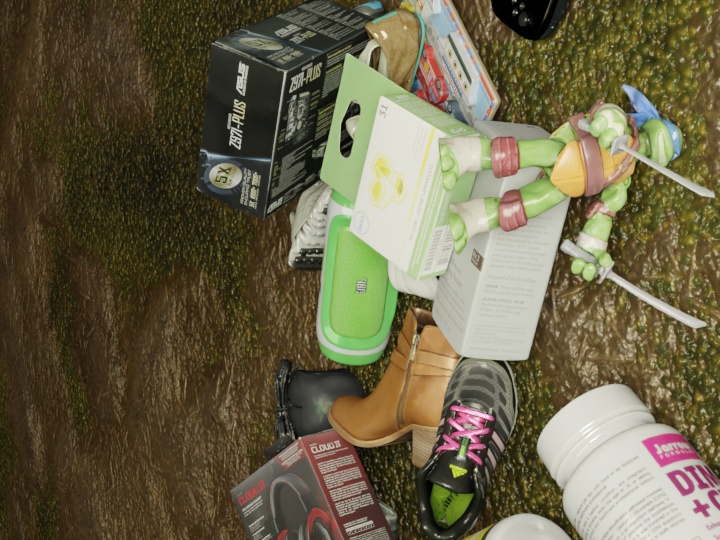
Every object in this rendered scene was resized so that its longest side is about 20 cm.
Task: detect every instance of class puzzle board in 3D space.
[{"bbox_3d":[0.075,-0.198,1.090,0.151,0.017,0.200,110,143,-56],"label":"puzzle board"}]

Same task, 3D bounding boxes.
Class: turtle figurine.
[{"bbox_3d":[0.164,-0.056,0.832,0.144,0.193,0.200,63,-161,-70],"label":"turtle figurine"}]

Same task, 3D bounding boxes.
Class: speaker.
[{"bbox_3d":[0.000,0.000,1.177,0.088,0.088,0.200,38,130,49],"label":"speaker"}]

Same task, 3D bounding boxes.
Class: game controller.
[{"bbox_3d":[0.170,-0.309,0.953,0.104,0.042,0.200,48,129,44],"label":"game controller"}]

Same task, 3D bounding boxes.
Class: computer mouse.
[{"bbox_3d":[-0.064,0.172,1.327,0.200,0.053,0.139,-16,77,56],"label":"computer mouse"}]

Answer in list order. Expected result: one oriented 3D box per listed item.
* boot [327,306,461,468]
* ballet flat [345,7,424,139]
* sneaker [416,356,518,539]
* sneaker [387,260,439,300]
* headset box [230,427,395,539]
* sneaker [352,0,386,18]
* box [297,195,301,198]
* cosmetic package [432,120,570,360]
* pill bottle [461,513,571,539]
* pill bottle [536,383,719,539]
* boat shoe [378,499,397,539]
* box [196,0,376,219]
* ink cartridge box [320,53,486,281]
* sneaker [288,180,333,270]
[{"bbox_3d":[0.040,0.115,1.142,0.200,0.077,0.156,16,106,54],"label":"boot"},{"bbox_3d":[0.022,-0.174,1.119,0.068,0.072,0.200,-124,30,-46],"label":"ballet flat"},{"bbox_3d":[0.099,0.173,1.021,0.074,0.087,0.200,17,103,11],"label":"sneaker"},{"bbox_3d":[0.072,-0.063,1.087,0.088,0.075,0.200,19,127,43],"label":"sneaker"},{"bbox_3d":[-0.052,0.280,1.194,0.149,0.075,0.200,-40,66,38],"label":"headset box"},{"bbox_3d":[-0.004,-0.211,1.215,0.082,0.073,0.200,49,138,22],"label":"sneaker"},{"bbox_3d":[-0.122,-0.172,1.397,0.200,0.050,0.158,6,96,56],"label":"box"},{"bbox_3d":[0.128,-0.028,0.984,0.102,0.074,0.200,-124,40,-65],"label":"cosmetic package"},{"bbox_3d":[0.112,0.309,1.016,0.200,0.111,0.112,-43,57,49],"label":"pill bottle"},{"bbox_3d":[0.228,0.192,0.830,0.200,0.113,0.113,57,136,38],"label":"pill bottle"},{"bbox_3d":[-0.021,0.269,1.267,0.200,0.072,0.071,24,105,42],"label":"boat shoe"},{"bbox_3d":[-0.071,-0.170,1.102,0.086,0.200,0.164,25,126,18],"label":"box"},{"bbox_3d":[0.020,-0.102,1.024,0.200,0.048,0.146,37,126,35],"label":"ink cartridge box"},{"bbox_3d":[-0.035,-0.079,1.258,0.200,0.075,0.081,-46,46,47],"label":"sneaker"}]
